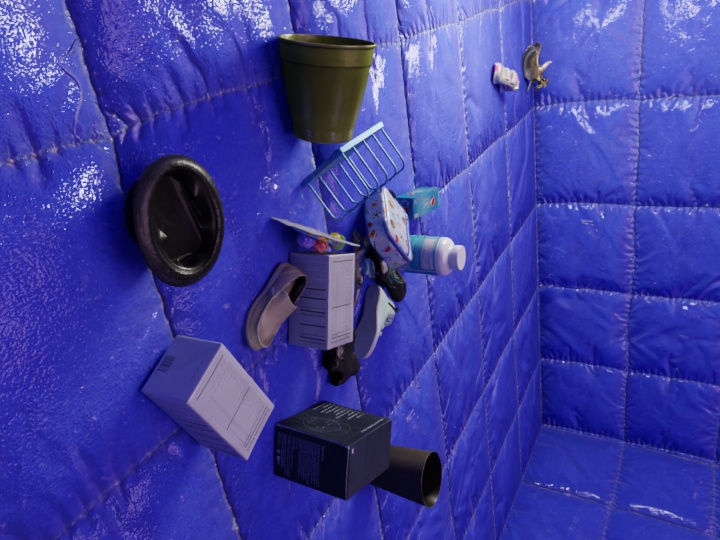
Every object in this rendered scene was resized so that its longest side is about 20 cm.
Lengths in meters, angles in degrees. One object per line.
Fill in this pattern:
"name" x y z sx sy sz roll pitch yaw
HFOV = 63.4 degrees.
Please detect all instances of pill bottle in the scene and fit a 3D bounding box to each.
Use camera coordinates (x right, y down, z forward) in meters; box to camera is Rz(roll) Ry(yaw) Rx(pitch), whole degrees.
"pill bottle" 0.203 -0.044 1.700 0.110 0.197 0.113 -17 110 -58

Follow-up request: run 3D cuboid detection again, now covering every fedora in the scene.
"fedora" -0.302 -0.078 0.912 0.200 0.090 0.205 -16 109 -59

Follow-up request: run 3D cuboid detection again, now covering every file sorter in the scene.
"file sorter" -0.007 -0.222 1.323 0.123 0.138 0.200 53 41 -7

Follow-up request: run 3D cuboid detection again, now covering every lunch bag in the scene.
"lunch bag" 0.078 -0.114 1.524 0.160 0.075 0.202 46 32 -38

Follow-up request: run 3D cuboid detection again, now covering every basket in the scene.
"basket" 0.111 0.561 1.636 0.137 0.197 0.182 -58 142 -38

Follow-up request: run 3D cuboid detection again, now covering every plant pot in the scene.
"plant pot" -0.072 -0.370 1.197 0.200 0.197 0.196 -34 135 -53

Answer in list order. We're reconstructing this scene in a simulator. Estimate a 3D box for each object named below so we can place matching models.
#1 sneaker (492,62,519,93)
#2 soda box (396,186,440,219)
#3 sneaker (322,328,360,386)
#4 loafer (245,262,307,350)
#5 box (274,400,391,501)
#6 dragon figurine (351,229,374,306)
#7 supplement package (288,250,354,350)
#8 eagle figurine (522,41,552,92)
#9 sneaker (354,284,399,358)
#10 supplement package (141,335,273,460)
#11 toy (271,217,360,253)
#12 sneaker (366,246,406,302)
"sneaker" 0.600 -0.796 2.394 0.199 0.087 0.083 9 87 -60
"soda box" 0.173 -0.205 1.754 0.199 0.067 0.065 -28 119 -56
"sneaker" -0.056 0.195 1.416 0.091 0.075 0.203 -40 126 -42
"loafer" -0.170 0.071 1.193 0.076 0.067 0.203 56 48 -48
"box" -0.059 0.396 1.313 0.199 0.193 0.127 -7 101 -59
"dragon figurine" 0.000 0.000 1.491 0.099 0.058 0.204 -31 120 -54
"supplement package" -0.086 0.062 1.298 0.113 0.108 0.204 -7 100 -60
"eagle figurine" 0.836 -0.970 2.778 0.202 0.150 0.152 56 -4 -8
"sneaker" 0.050 0.155 1.582 0.118 0.073 0.204 40 58 -48
"supplement package" -0.256 0.223 1.008 0.115 0.108 0.201 -63 143 -33
"toy" -0.098 -0.066 1.262 0.199 0.114 0.048 5 104 -60
"sneaker" 0.066 0.011 1.613 0.079 0.075 0.202 -44 123 -36
